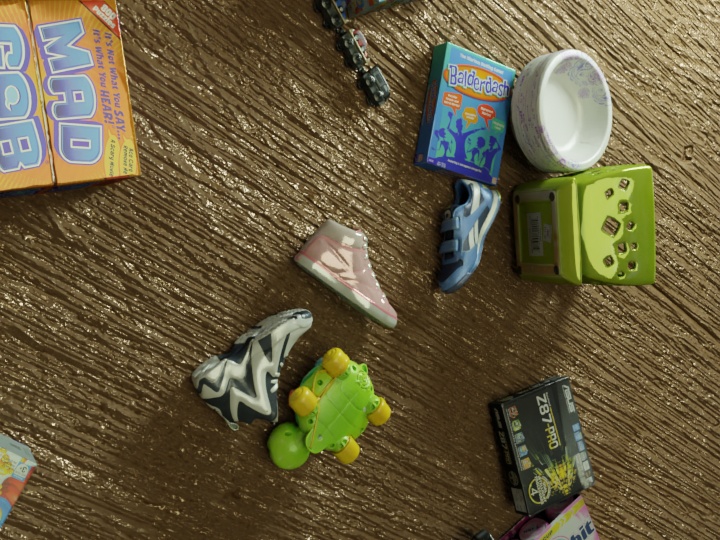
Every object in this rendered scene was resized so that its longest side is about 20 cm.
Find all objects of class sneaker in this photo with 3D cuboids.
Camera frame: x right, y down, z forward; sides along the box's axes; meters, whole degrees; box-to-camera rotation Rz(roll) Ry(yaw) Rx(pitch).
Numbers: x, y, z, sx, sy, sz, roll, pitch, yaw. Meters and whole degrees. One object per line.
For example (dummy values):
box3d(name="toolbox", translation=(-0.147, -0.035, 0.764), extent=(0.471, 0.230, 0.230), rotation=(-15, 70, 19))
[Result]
box3d(name="sneaker", translation=(0.000, 0.000, 1.284), extent=(0.199, 0.075, 0.106), rotation=(38, 80, -20))
box3d(name="sneaker", translation=(-0.135, 0.155, 1.215), extent=(0.198, 0.079, 0.131), rotation=(-35, 108, -23))
box3d(name="sneaker", translation=(0.163, -0.059, 1.376), extent=(0.081, 0.073, 0.204), rotation=(29, 71, -24))

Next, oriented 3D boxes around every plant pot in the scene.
box3d(name="plant pot", translation=(0.372, -0.072, 1.423), extent=(0.177, 0.198, 0.205), rotation=(-6, 95, -21))

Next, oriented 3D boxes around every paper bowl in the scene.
box3d(name="paper bowl", translation=(0.337, -0.270, 1.434), extent=(0.197, 0.103, 0.206), rotation=(0, 90, -38))

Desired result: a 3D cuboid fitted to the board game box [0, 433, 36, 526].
box3d(name="board game box", translation=(-0.495, 0.295, 1.001), extent=(0.102, 0.104, 0.203), rotation=(33, 76, -25))

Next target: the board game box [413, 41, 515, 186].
box3d(name="board game box", translation=(0.177, -0.258, 1.390), extent=(0.149, 0.045, 0.205), rotation=(12, 85, -28))

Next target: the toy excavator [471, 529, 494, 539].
box3d(name="toy excavator", translation=(0.219, 0.569, 1.412), extent=(0.099, 0.202, 0.195), rotation=(-30, 61, -23))

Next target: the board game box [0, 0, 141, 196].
box3d(name="board game box", translation=(-0.396, -0.198, 0.995), extent=(0.196, 0.199, 0.205), rotation=(-10, 97, -27))

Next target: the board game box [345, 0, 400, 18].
box3d(name="board game box", translation=(0.071, -0.479, 1.294), extent=(0.197, 0.102, 0.107), rotation=(-23, 102, -26))

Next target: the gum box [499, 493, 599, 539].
box3d(name="gum box", translation=(0.328, 0.499, 1.481), extent=(0.198, 0.066, 0.115), rotation=(-34, 107, -24))

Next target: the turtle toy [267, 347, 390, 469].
box3d(name="turtle toy", translation=(-0.058, 0.215, 1.245), extent=(0.200, 0.100, 0.146), rotation=(-47, 113, -18))

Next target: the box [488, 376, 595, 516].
box3d(name="box", translation=(0.323, 0.309, 1.473), extent=(0.158, 0.049, 0.205), rotation=(-14, 91, -28))

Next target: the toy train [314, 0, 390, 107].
box3d(name="toy train", translation=(-0.010, -0.352, 1.293), extent=(0.046, 0.034, 0.202), rotation=(-40, 109, -25))
